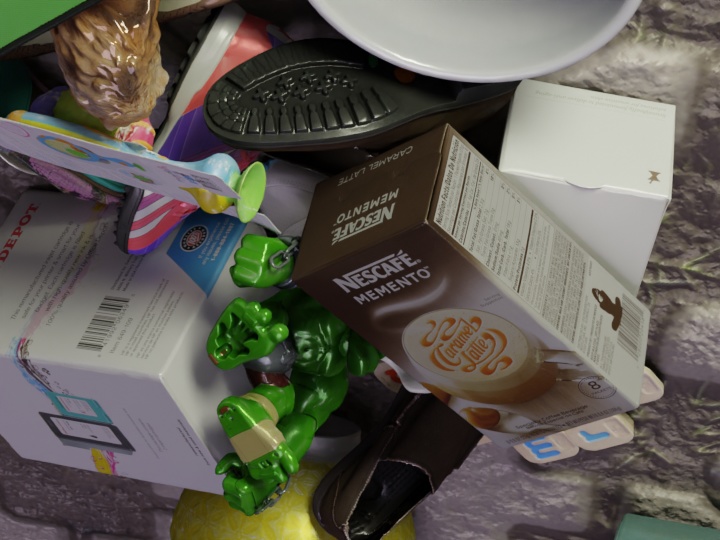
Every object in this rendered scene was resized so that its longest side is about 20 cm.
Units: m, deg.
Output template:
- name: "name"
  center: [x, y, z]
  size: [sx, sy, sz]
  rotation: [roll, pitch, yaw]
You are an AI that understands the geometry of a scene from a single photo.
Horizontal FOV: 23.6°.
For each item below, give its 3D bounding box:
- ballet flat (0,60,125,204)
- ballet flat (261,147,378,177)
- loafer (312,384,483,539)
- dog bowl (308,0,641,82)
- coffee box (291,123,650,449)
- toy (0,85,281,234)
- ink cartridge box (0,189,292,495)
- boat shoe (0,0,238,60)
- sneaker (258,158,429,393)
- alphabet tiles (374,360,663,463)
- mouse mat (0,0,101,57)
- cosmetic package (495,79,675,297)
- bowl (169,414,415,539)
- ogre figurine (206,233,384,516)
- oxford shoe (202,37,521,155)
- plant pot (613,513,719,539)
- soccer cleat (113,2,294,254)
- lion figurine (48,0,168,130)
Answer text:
- name: "ballet flat"
  center: [-0.231, -0.099, 1.134]
  size: [0.071, 0.069, 0.200]
  rotation: [-14, 144, 35]
- name: "ballet flat"
  center: [-0.012, -0.078, 1.115]
  size: [0.200, 0.046, 0.067]
  rotation: [22, 142, -5]
- name: "loafer"
  center: [0.049, 0.129, 1.246]
  size: [0.073, 0.071, 0.200]
  rotation: [35, 99, -22]
- name: "dog bowl"
  center: [0.060, -0.199, 0.923]
  size: [0.200, 0.079, 0.200]
  rotation: [8, 141, 6]
- name: "coffee box"
  center: [0.070, 0.015, 1.045]
  size: [0.114, 0.080, 0.200]
  rotation: [-24, 129, 40]
- name: "toy"
  center: [-0.145, -0.079, 1.016]
  size: [0.200, 0.047, 0.115]
  rotation: [20, 172, 19]
- name: "ink cartridge box"
  center: [-0.162, 0.048, 1.209]
  size: [0.200, 0.147, 0.146]
  rotation: [6, 143, 29]
- name: "boat shoe"
  center: [-0.150, -0.180, 1.032]
  size: [0.202, 0.075, 0.075]
  rotation: [-10, 102, 30]
- name: "sneaker"
  center: [0.000, 0.000, 1.179]
  size: [0.200, 0.081, 0.076]
  rotation: [41, 136, -18]
- name: "alphabet tiles"
  center: [0.118, 0.079, 1.298]
  size: [0.195, 0.015, 0.200]
  rotation: [-20, 131, 34]
- name: "mouse mat"
  center: [-0.172, -0.208, 0.934]
  size: [0.200, 0.161, 0.008]
  rotation: [-20, 163, 37]
- name: "cosmetic package"
  center: [0.131, -0.020, 1.116]
  size: [0.107, 0.085, 0.200]
  rotation: [12, 141, 2]
- name: "bowl"
  center: [-0.047, 0.172, 1.368]
  size: [0.200, 0.200, 0.108]
  rotation: [9, 100, 5]
- name: "ogre figurine"
  center: [-0.045, 0.049, 1.111]
  size: [0.098, 0.120, 0.200]
  rotation: [1, 117, 34]
- name: "oxford shoe"
  center: [0.003, -0.094, 1.025]
  size: [0.200, 0.073, 0.084]
  rotation: [-9, 151, -16]
- name: "plant pot"
  center: [0.288, 0.291, 1.380]
  size: [0.196, 0.200, 0.200]
  rotation: [14, 142, 13]
- name: "soccer cleat"
  center: [-0.097, -0.075, 1.086]
  size: [0.073, 0.068, 0.200]
  rotation: [27, 126, -6]
- name: "lion figurine"
  center: [-0.109, -0.179, 0.925]
  size: [0.072, 0.123, 0.200]
  rotation: [-1, 141, -48]
